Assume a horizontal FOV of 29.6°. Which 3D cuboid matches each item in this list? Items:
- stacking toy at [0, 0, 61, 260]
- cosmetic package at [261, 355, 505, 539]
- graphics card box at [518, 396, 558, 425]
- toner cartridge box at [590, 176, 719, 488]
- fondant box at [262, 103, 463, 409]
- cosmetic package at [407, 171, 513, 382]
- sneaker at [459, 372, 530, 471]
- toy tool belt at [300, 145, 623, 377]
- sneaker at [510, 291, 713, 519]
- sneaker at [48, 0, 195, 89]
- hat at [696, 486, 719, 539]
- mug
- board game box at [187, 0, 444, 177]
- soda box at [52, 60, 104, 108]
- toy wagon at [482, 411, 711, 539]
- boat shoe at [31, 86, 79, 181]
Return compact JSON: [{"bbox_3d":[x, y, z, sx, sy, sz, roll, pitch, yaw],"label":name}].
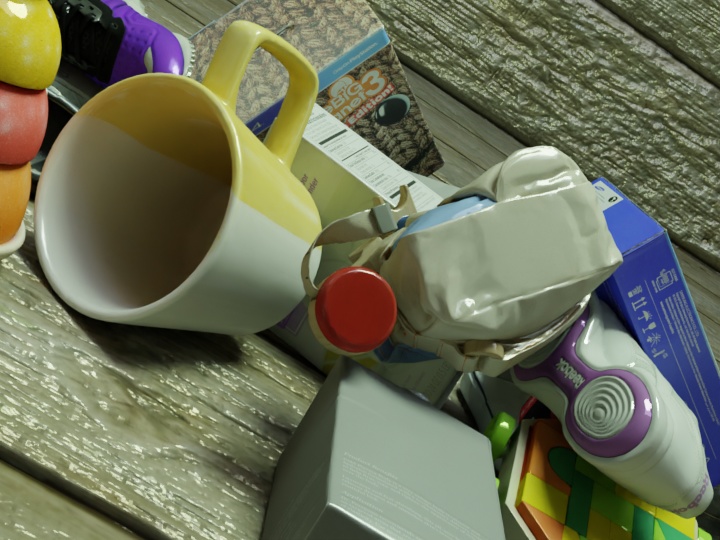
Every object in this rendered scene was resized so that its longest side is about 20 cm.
[{"bbox_3d":[-0.211,-0.117,0.752,0.145,0.201,0.146,33,14,-9],"label":"stacking toy"},{"bbox_3d":[0.011,0.130,0.693,0.106,0.091,0.200,31,12,-5],"label":"cosmetic package"},{"bbox_3d":[0.160,0.164,0.908,0.125,0.051,0.200,34,30,-6],"label":"graphics card box"},{"bbox_3d":[0.194,0.044,0.903,0.201,0.043,0.095,62,-1,-29],"label":"toner cartridge box"},{"bbox_3d":[0.000,0.000,0.956,0.199,0.145,0.058,38,32,11],"label":"fondant box"},{"bbox_3d":[0.078,0.004,1.026,0.198,0.108,0.090,16,28,7],"label":"cosmetic package"},{"bbox_3d":[0.132,0.114,1.051,0.073,0.071,0.200,27,18,-29],"label":"sneaker"},{"bbox_3d":[0.046,0.007,0.809,0.126,0.198,0.123,69,-23,2],"label":"toy tool belt"},{"bbox_3d":[0.152,0.082,0.836,0.100,0.075,0.200,42,14,-24],"label":"sneaker"},{"bbox_3d":[-0.192,-0.164,0.965,0.099,0.070,0.200,14,22,-37],"label":"sneaker"},{"bbox_3d":[0.292,0.174,1.201,0.200,0.081,0.201,34,13,-9],"label":"hat"},{"bbox_3d":[-0.085,-0.037,0.854,0.153,0.186,0.150,28,29,-58],"label":"mug"},{"bbox_3d":[-0.042,-0.120,1.061,0.097,0.159,0.200,56,1,30],"label":"board game box"},{"bbox_3d":[-0.219,-0.133,1.057,0.063,0.069,0.200,32,14,-12],"label":"soda box"},{"bbox_3d":[0.142,0.140,0.828,0.154,0.040,0.200,31,29,-1],"label":"toy wagon"},{"bbox_3d":[-0.235,-0.102,0.907,0.199,0.075,0.062,37,-12,-26],"label":"boat shoe"}]
